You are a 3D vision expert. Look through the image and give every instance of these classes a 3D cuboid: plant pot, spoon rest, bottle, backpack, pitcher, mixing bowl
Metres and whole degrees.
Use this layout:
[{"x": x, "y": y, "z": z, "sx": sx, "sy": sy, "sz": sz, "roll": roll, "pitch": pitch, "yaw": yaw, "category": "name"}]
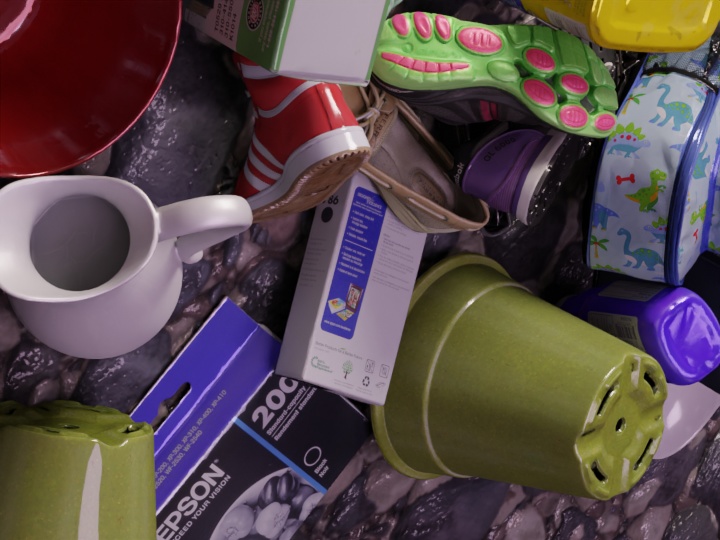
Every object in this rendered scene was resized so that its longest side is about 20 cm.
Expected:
[{"x": -0.221, "y": 0.197, "z": 1.359, "sx": 0.200, "sy": 0.200, "sz": 0.190, "roll": 3, "pitch": 97, "yaw": -41, "category": "plant pot"}, {"x": 0.337, "y": 0.101, "z": 1.847, "sx": 0.200, "sy": 0.061, "sz": 0.099, "roll": -54, "pitch": 135, "yaw": -5, "category": "spoon rest"}, {"x": 0.143, "y": 0.104, "z": 1.558, "sx": 0.200, "sy": 0.190, "sz": 0.200, "roll": -19, "pitch": 117, "yaw": -43, "category": "plant pot"}, {"x": 0.233, "y": 0.050, "z": 1.633, "sx": 0.065, "sy": 0.200, "sz": 0.084, "roll": -36, "pitch": 105, "yaw": -17, "category": "bottle"}, {"x": 0.271, "y": -0.089, "z": 1.567, "sx": 0.200, "sy": 0.147, "sz": 0.183, "roll": -56, "pitch": 153, "yaw": -42, "category": "backpack"}, {"x": -0.157, "y": -0.010, "z": 1.260, "sx": 0.171, "sy": 0.200, "sz": 0.121, "roll": -7, "pitch": 80, "yaw": -4, "category": "pitcher"}, {"x": -0.226, "y": -0.169, "z": 1.191, "sx": 0.200, "sy": 0.108, "sz": 0.200, "roll": -20, "pitch": 124, "yaw": -33, "category": "mixing bowl"}]

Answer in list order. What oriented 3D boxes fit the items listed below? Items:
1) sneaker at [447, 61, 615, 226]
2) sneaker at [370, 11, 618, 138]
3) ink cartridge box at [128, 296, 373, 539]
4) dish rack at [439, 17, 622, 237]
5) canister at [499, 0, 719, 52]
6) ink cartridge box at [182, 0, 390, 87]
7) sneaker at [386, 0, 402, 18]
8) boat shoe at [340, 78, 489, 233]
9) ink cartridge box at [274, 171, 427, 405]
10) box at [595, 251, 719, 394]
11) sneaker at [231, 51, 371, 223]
[{"x": 0.135, "y": -0.119, "z": 1.476, "sx": 0.200, "sy": 0.087, "sz": 0.076, "roll": -50, "pitch": 157, "yaw": -48, "category": "sneaker"}, {"x": 0.098, "y": -0.144, "z": 1.401, "sx": 0.200, "sy": 0.084, "sz": 0.077, "roll": 15, "pitch": 78, "yaw": -11, "category": "sneaker"}, {"x": -0.104, "y": 0.150, "z": 1.513, "sx": 0.198, "sy": 0.043, "sz": 0.200, "roll": -52, "pitch": 134, "yaw": -5, "category": "ink cartridge box"}, {"x": 0.149, "y": -0.139, "z": 1.564, "sx": 0.200, "sy": 0.055, "sz": 0.154, "roll": -32, "pitch": 130, "yaw": -24, "category": "dish rack"}, {"x": 0.159, "y": -0.231, "z": 1.418, "sx": 0.148, "sy": 0.200, "sz": 0.087, "roll": -3, "pitch": 115, "yaw": -39, "category": "canister"}, {"x": -0.061, "y": -0.222, "z": 1.240, "sx": 0.084, "sy": 0.200, "sz": 0.146, "roll": 2, "pitch": 111, "yaw": -37, "category": "ink cartridge box"}, {"x": -0.010, "y": -0.247, "z": 1.355, "sx": 0.118, "sy": 0.074, "sz": 0.201, "roll": 10, "pitch": 115, "yaw": -36, "category": "sneaker"}, {"x": 0.024, "y": -0.096, "z": 1.439, "sx": 0.201, "sy": 0.063, "sz": 0.073, "roll": 47, "pitch": 64, "yaw": -35, "category": "boat shoe"}, {"x": 0.000, "y": 0.000, "z": 1.500, "sx": 0.099, "sy": 0.039, "sz": 0.200, "roll": 22, "pitch": 80, "yaw": -44, "category": "ink cartridge box"}, {"x": 0.353, "y": 0.008, "z": 1.711, "sx": 0.196, "sy": 0.200, "sz": 0.124, "roll": -15, "pitch": 122, "yaw": -34, "category": "box"}, {"x": -0.060, "y": -0.104, "z": 1.364, "sx": 0.071, "sy": 0.200, "sz": 0.113, "roll": -17, "pitch": 83, "yaw": -27, "category": "sneaker"}]
